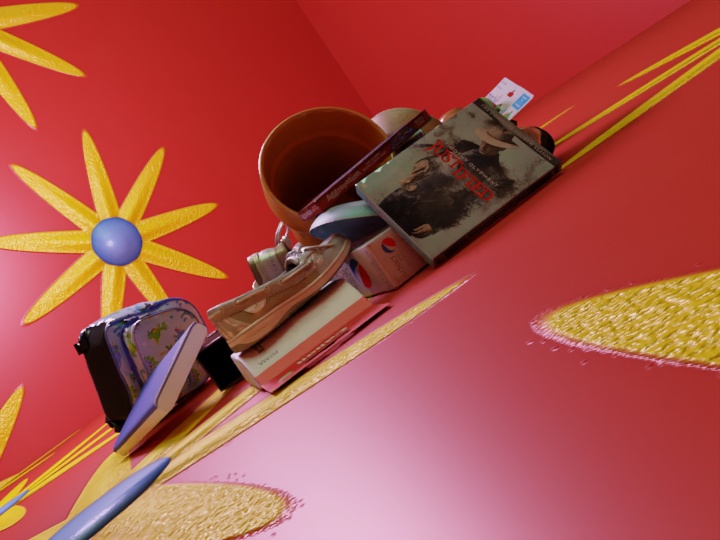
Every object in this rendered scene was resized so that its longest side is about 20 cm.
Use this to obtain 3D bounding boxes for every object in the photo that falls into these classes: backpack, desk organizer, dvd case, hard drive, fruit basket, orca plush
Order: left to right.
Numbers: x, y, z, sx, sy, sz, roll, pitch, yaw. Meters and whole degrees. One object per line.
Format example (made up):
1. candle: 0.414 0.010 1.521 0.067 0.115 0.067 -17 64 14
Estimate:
1. hard drive: -0.279 0.167 1.037 0.200 0.025 0.132 -43 23 47
2. backpack: -0.333 0.139 1.246 0.146 0.184 0.200 -13 11 33
3. desk organizer: -0.127 0.080 1.039 0.200 0.072 0.077 -34 7 13
4. dvd case: 0.114 -0.109 0.884 0.200 0.146 0.022 -35 -30 -14
5. fruit basket: 0.136 -0.186 1.027 0.200 0.094 0.185 -48 15 16
6. orca plush: 0.210 -0.138 1.057 0.200 0.071 0.106 -43 42 48

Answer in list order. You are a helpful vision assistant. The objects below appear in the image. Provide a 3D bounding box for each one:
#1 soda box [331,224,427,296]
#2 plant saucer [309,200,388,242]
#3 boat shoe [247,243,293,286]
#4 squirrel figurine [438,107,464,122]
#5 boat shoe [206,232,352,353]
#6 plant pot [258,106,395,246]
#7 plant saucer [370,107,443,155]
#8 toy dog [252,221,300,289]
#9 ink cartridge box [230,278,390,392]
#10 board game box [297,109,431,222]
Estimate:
1. soda box: 0.016 -0.010 0.968 0.068 0.064 0.200 -37 6 -20
2. plant saucer: 0.032 -0.066 0.984 0.199 0.028 0.200 -3 -6 0
3. boat shoe: -0.102 0.002 1.125 0.066 0.074 0.200 -27 -9 8
4. squirrel figurine: 0.160 -0.183 1.256 0.187 0.142 0.200 -44 6 -22
5. boat shoe: -0.091 0.014 0.899 0.202 0.065 0.074 -42 8 -23
6. plant pot: -0.048 -0.117 1.166 0.200 0.200 0.183 -36 -21 -16
7. plant saucer: 0.076 -0.157 1.191 0.200 0.200 0.035 -30 14 45
8. toy dog: -0.107 0.021 1.277 0.132 0.096 0.201 73 -148 -57
9. ink cartridge box: -0.066 0.070 0.863 0.161 0.050 0.200 -37 3 -15
10. board game box: 0.004 -0.140 1.016 0.200 0.019 0.103 -42 7 -16
